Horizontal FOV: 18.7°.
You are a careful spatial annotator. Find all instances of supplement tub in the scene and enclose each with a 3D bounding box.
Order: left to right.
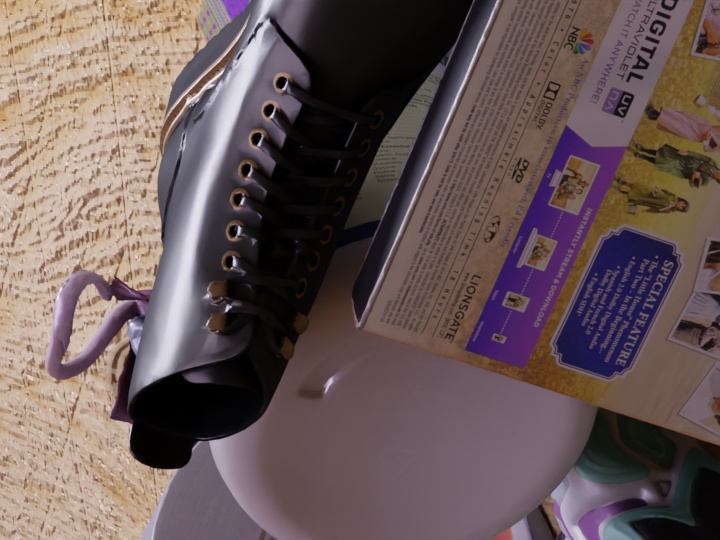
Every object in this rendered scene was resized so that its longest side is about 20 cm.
[{"bbox_3d":[0.000,0.000,0.847,0.200,0.145,0.145,-109,22,-53],"label":"supplement tub"}]

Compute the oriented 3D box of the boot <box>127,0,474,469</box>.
[{"bbox_3d":[-0.014,-0.033,0.674,0.200,0.077,0.139,126,158,-53],"label":"boot"}]

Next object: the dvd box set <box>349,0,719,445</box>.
[{"bbox_3d":[0.115,-0.019,0.671,0.029,0.200,0.147,-104,33,-65],"label":"dvd box set"}]

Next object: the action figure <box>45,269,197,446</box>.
[{"bbox_3d":[-0.086,0.019,1.157,0.200,0.149,0.134,-85,13,-54],"label":"action figure"}]

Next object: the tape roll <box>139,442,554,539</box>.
[{"bbox_3d":[-0.007,0.157,1.007,0.201,0.200,0.066,65,151,23],"label":"tape roll"}]

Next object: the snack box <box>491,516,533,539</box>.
[{"bbox_3d":[0.058,0.092,0.968,0.072,0.024,0.200,73,-176,-56],"label":"snack box"}]

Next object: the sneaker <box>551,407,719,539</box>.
[{"bbox_3d":[0.099,0.096,0.917,0.140,0.078,0.200,99,156,-49],"label":"sneaker"}]

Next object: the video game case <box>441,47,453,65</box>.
[{"bbox_3d":[0.030,-0.122,1.012,0.200,0.022,0.182,34,131,53],"label":"video game case"}]

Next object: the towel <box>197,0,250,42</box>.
[{"bbox_3d":[-0.026,-0.114,1.055,0.144,0.023,0.200,63,157,13],"label":"towel"}]
